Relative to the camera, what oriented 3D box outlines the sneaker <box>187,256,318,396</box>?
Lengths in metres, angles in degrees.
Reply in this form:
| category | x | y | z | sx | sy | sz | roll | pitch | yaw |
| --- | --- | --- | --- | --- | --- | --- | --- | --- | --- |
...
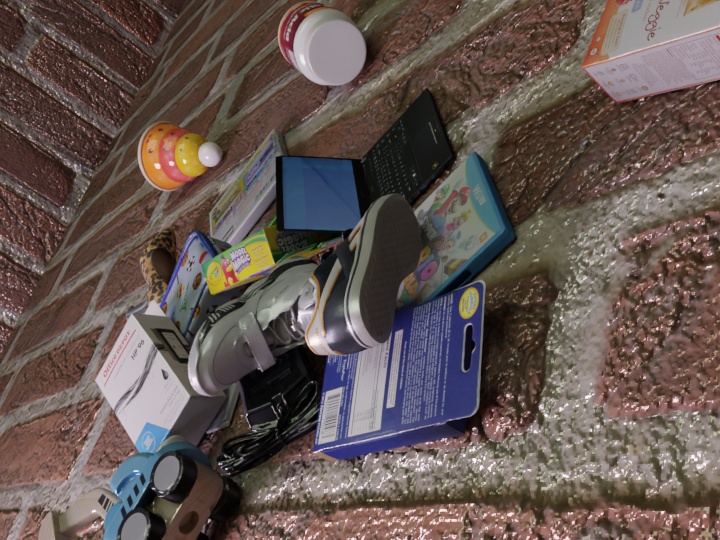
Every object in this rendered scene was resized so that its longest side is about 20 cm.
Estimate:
| category | x | y | z | sx | sy | sz | roll | pitch | yaw |
| --- | --- | --- | --- | --- | --- | --- | --- | --- | --- |
| sneaker | -0.085 | 0.059 | 0.838 | 0.113 | 0.076 | 0.200 | 7 | 41 | 47 |

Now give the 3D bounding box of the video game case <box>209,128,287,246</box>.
| category | x | y | z | sx | sy | sz | roll | pitch | yaw |
| --- | --- | --- | --- | --- | --- | --- | --- | --- | --- |
| video game case | -0.189 | -0.124 | 1.352 | 0.201 | 0.022 | 0.183 | -50 | 28 | 17 |

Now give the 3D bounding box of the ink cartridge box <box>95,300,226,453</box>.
| category | x | y | z | sx | sy | sz | roll | pitch | yaw |
| --- | --- | --- | --- | --- | --- | --- | --- | --- | --- |
| ink cartridge box | -0.272 | 0.140 | 1.048 | 0.200 | 0.067 | 0.117 | 44 | 109 | 32 |

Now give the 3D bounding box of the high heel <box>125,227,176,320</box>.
| category | x | y | z | sx | sy | sz | roll | pitch | yaw |
| --- | --- | --- | --- | --- | --- | --- | --- | --- | --- |
| high heel | -0.340 | -0.003 | 1.435 | 0.141 | 0.071 | 0.204 | -17 | 49 | 42 |

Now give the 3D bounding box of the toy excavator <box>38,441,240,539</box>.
| category | x | y | z | sx | sy | sz | roll | pitch | yaw |
| --- | --- | --- | --- | --- | --- | --- | --- | --- | --- |
| toy excavator | -0.256 | 0.267 | 0.896 | 0.198 | 0.100 | 0.197 | 22 | 77 | 44 |

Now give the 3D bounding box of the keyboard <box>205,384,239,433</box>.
| category | x | y | z | sx | sy | sz | roll | pitch | yaw |
| --- | --- | --- | --- | --- | --- | --- | --- | --- | --- |
| keyboard | -0.161 | 0.117 | 1.064 | 0.056 | 0.011 | 0.204 | -33 | 35 | 48 |

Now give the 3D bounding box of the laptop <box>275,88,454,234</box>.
| category | x | y | z | sx | sy | sz | roll | pitch | yaw |
| --- | --- | --- | --- | --- | --- | --- | --- | --- | --- |
| laptop | -0.003 | -0.136 | 0.963 | 0.200 | 0.102 | 0.179 | -44 | 30 | 23 |

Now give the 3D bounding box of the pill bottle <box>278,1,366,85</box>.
| category | x | y | z | sx | sy | sz | roll | pitch | yaw |
| --- | --- | --- | --- | --- | --- | --- | --- | --- | --- |
| pill bottle | -0.062 | -0.365 | 1.294 | 0.115 | 0.113 | 0.200 | -52 | 27 | 8 |

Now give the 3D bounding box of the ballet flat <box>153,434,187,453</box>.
| category | x | y | z | sx | sy | sz | roll | pitch | yaw |
| --- | --- | --- | --- | --- | --- | --- | --- | --- | --- |
| ballet flat | -0.241 | 0.300 | 0.954 | 0.069 | 0.069 | 0.204 | 12 | 76 | 61 |

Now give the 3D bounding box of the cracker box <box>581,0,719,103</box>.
| category | x | y | z | sx | sy | sz | roll | pitch | yaw |
| --- | --- | --- | --- | --- | --- | --- | --- | --- | --- |
| cracker box | 0.281 | -0.219 | 0.626 | 0.198 | 0.057 | 0.136 | -1 | 60 | 58 |

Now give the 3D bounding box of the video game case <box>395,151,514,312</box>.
| category | x | y | z | sx | sy | sz | roll | pitch | yaw |
| --- | --- | --- | --- | --- | --- | --- | --- | --- | --- |
| video game case | 0.063 | -0.012 | 0.812 | 0.200 | 0.018 | 0.145 | -45 | 29 | 24 |

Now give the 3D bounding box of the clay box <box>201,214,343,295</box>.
| category | x | y | z | sx | sy | sz | roll | pitch | yaw |
| --- | --- | --- | --- | --- | --- | --- | --- | --- | --- |
| clay box | -0.105 | -0.026 | 1.003 | 0.113 | 0.049 | 0.198 | -21 | -2 | -39 |

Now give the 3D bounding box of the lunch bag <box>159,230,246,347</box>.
| category | x | y | z | sx | sy | sz | roll | pitch | yaw |
| --- | --- | --- | --- | --- | --- | --- | --- | --- | --- |
| lunch bag | -0.238 | 0.054 | 1.146 | 0.203 | 0.074 | 0.160 | -62 | 35 | 10 |

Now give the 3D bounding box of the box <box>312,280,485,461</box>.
| category | x | y | z | sx | sy | sz | roll | pitch | yaw |
| --- | --- | --- | --- | --- | --- | --- | --- | --- | --- |
| box | 0.039 | 0.093 | 0.710 | 0.198 | 0.032 | 0.124 | -24 | 47 | 43 |

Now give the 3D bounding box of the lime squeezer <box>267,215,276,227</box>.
| category | x | y | z | sx | sy | sz | roll | pitch | yaw |
| --- | --- | --- | --- | --- | --- | --- | --- | --- | --- |
| lime squeezer | -0.183 | -0.005 | 1.214 | 0.200 | 0.038 | 0.071 | -45 | -2 | 26 |

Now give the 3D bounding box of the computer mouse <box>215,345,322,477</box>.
| category | x | y | z | sx | sy | sz | roll | pitch | yaw |
| --- | --- | --- | --- | --- | --- | --- | --- | --- | --- |
| computer mouse | -0.092 | 0.133 | 0.868 | 0.137 | 0.053 | 0.201 | -30 | 31 | 5 |

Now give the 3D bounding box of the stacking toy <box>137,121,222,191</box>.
| category | x | y | z | sx | sy | sz | roll | pitch | yaw |
| --- | --- | --- | --- | --- | --- | --- | --- | --- | --- |
| stacking toy | -0.357 | -0.244 | 1.682 | 0.197 | 0.146 | 0.149 | 2 | 60 | 40 |

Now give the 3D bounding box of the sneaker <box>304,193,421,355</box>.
| category | x | y | z | sx | sy | sz | roll | pitch | yaw |
| --- | --- | --- | --- | --- | --- | --- | --- | --- | --- |
| sneaker | 0.000 | 0.000 | 0.760 | 0.078 | 0.079 | 0.201 | -21 | 25 | 31 |
